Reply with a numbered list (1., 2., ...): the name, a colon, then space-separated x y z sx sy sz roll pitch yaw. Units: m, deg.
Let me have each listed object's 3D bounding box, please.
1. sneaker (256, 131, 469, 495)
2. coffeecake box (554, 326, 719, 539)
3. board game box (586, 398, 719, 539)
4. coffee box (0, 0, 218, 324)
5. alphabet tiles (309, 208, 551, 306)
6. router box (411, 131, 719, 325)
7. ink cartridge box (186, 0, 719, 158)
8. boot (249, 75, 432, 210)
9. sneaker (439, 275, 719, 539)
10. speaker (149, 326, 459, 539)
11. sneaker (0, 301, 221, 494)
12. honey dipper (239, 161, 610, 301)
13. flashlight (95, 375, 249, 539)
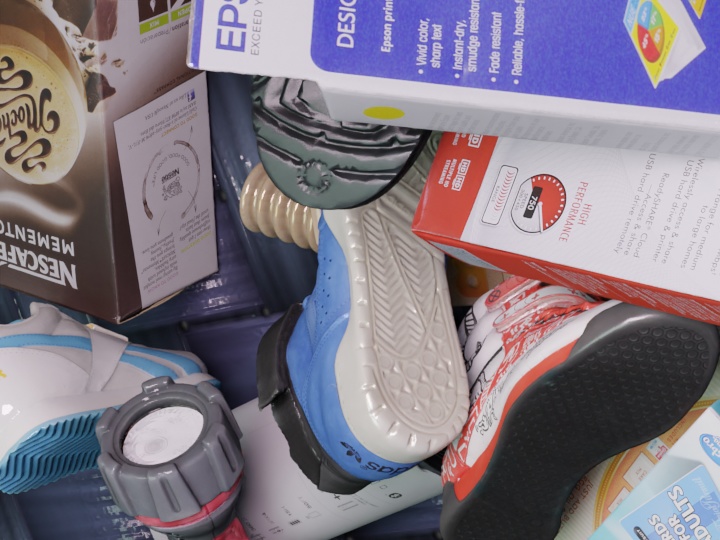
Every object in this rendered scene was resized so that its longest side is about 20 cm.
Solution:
1. sneaker: -0.001 0.000 1.194 0.111 0.077 0.200 -37 50 56
2. coffeecake box: 0.192 0.124 1.154 0.200 0.073 0.154 45 131 16
3. board game box: 0.152 0.162 1.120 0.151 0.047 0.200 48 131 14
4. coffee box: -0.141 -0.088 1.345 0.113 0.080 0.200 15 119 36
5. alphabet tiles: 0.037 -0.081 1.215 0.166 0.006 0.201 -3 101 34
6. router box: 0.132 -0.084 1.011 0.179 0.049 0.200 13 80 37
7. ink cartridge box: 0.042 -0.145 0.964 0.047 0.199 0.198 114 161 -72
8. boot: 0.023 -0.122 1.090 0.076 0.168 0.201 7 92 17
9. sneaker: 0.086 0.032 1.129 0.067 0.108 0.201 15 144 -14
10. speaker: -0.021 0.092 1.324 0.200 0.081 0.081 -28 90 46
11. sneaker: -0.137 0.055 1.338 0.077 0.200 0.081 -45 73 16
12. honey dipper: 0.033 -0.009 1.264 0.200 0.038 0.038 19 122 30
13. flashlight: -0.065 0.139 1.285 0.068 0.068 0.200 2 135 26
